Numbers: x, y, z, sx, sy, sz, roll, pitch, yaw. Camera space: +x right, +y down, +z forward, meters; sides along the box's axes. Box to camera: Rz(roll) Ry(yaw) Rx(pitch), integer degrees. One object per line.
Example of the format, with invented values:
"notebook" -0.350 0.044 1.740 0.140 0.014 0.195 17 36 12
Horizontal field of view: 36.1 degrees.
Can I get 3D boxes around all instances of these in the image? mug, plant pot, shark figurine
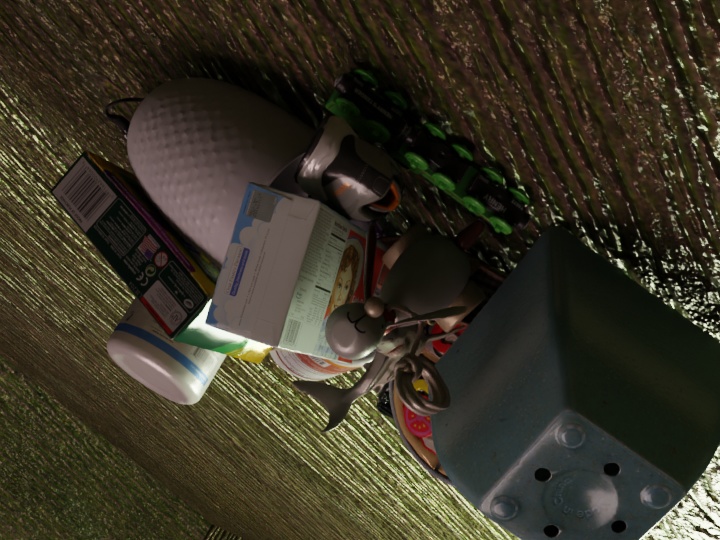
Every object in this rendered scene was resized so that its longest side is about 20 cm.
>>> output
"mug" -0.117 -0.081 1.023 0.174 0.148 0.201 35 167 23
"plant pot" 0.175 0.128 0.898 0.194 0.201 0.197 33 116 -9
"shark figurine" 0.015 0.072 1.097 0.090 0.127 0.215 58 148 14

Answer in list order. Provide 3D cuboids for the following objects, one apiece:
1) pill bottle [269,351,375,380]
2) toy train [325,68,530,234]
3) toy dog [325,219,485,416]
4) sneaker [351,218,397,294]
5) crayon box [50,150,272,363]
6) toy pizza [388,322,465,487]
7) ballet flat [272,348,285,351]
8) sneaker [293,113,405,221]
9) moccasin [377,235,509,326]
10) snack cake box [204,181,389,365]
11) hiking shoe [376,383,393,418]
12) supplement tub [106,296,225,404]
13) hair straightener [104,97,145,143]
"pill bottle" -0.041 0.066 1.280 0.111 0.113 0.200 35 159 -11
"toy train" 0.056 -0.094 0.909 0.199 0.042 0.056 36 168 -12
"toy dog" 0.051 0.010 0.911 0.131 0.201 0.097 34 121 -8
"sneaker" 0.000 0.000 1.114 0.074 0.088 0.200 9 150 43
"crayon box" -0.177 -0.008 1.050 0.200 0.058 0.172 46 -175 23
"toy pizza" 0.112 0.118 1.093 0.198 0.204 0.032 19 -173 28
"ballet flat" -0.132 0.047 1.177 0.197 0.067 0.069 21 121 27
"sneaker" 0.000 -0.068 0.923 0.079 0.075 0.200 31 -179 8
"moccasin" 0.092 0.021 1.035 0.199 0.075 0.078 28 -176 11
"snack cake box" -0.046 0.009 0.921 0.066 0.117 0.200 15 176 18
"hiking shoe" 0.067 0.081 1.218 0.073 0.088 0.201 20 136 -10
"supplement tub" -0.199 0.044 1.319 0.130 0.202 0.132 25 157 11
"hair straightener" -0.178 -0.106 1.136 0.199 0.077 0.041 41 133 -9
